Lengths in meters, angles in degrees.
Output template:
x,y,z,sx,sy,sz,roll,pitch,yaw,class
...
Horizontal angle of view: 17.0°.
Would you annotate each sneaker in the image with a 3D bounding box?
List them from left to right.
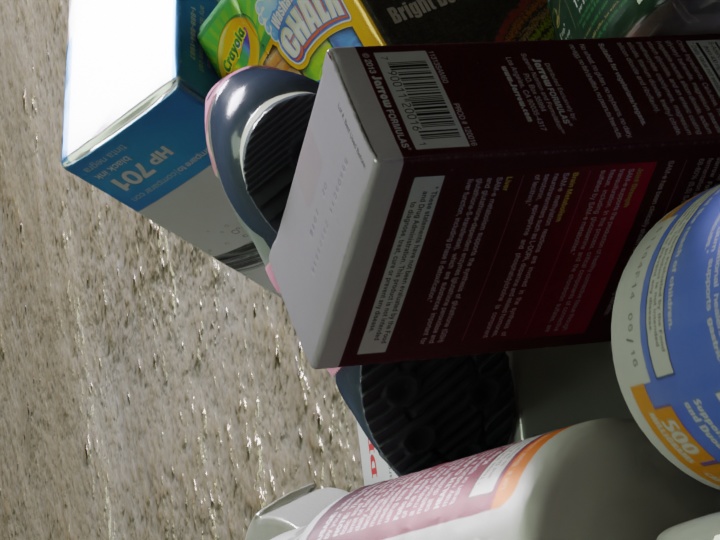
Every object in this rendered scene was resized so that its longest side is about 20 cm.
x,y,z,sx,sy,sz,roll,pitch,yaw,class
0.000,0.000,0.962,0.082,0.070,0.200,42,160,58,sneaker

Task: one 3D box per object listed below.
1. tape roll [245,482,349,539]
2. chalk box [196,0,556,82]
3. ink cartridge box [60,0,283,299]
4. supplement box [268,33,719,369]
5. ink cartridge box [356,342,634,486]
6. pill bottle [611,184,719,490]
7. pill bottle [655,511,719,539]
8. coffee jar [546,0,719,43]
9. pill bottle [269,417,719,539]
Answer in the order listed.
x,y,z,sx,sy,sz,roll,pitch,yaw,class
0.009,0.198,1.126,0.203,0.037,0.203,49,153,35,tape roll
0.022,-0.101,1.029,0.200,0.125,0.124,61,146,10,chalk box
-0.039,-0.075,1.148,0.086,0.200,0.147,-32,43,31,ink cartridge box
0.077,-0.028,0.879,0.109,0.200,0.061,108,150,-43,supplement box
0.070,0.088,1.083,0.200,0.085,0.145,153,112,-69,ink cartridge box
0.169,0.009,0.760,0.200,0.112,0.112,151,115,-68,pill bottle
0.165,0.177,0.794,0.111,0.111,0.200,143,122,-66,pill bottle
0.107,-0.160,0.951,0.104,0.085,0.200,120,142,-53,coffee jar
0.042,0.130,0.918,0.200,0.114,0.114,-22,71,50,pill bottle
